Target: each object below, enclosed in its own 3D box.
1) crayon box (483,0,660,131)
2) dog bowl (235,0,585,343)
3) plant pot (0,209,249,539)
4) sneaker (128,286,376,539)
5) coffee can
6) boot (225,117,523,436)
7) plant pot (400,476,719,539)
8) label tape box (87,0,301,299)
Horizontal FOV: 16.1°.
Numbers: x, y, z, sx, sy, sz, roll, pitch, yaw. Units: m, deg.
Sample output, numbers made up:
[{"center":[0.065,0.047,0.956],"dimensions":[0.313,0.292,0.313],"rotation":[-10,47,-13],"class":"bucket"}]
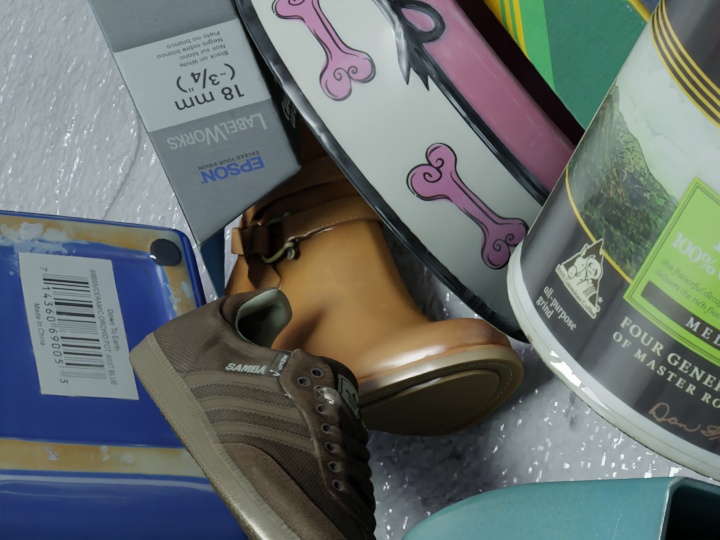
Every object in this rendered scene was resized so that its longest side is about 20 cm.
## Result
[{"center":[0.110,-0.102,1.027],"dimensions":[0.052,0.126,0.200],"rotation":[-53,42,21],"class":"crayon box"},{"center":[0.038,-0.070,1.054],"dimensions":[0.074,0.200,0.200],"rotation":[-39,47,12],"class":"dog bowl"},{"center":[-0.164,0.081,1.180],"dimensions":[0.180,0.200,0.200],"rotation":[-54,40,44],"class":"plant pot"},{"center":[-0.028,0.069,1.038],"dimensions":[0.076,0.070,0.200],"rotation":[-35,44,-6],"class":"sneaker"},{"center":[0.157,-0.046,0.850],"dimensions":[0.200,0.146,0.146],"rotation":[-62,38,29],"class":"coffee can"},{"center":[0.000,0.000,1.158],"dimensions":[0.200,0.077,0.156],"rotation":[-23,61,56],"class":"boot"},{"center":[0.093,0.153,0.936],"dimensions":[0.200,0.141,0.142],"rotation":[-1,74,59],"class":"plant pot"},{"center":[-0.065,-0.105,1.137],"dimensions":[0.063,0.200,0.144],"rotation":[-15,37,9],"class":"label tape box"}]
